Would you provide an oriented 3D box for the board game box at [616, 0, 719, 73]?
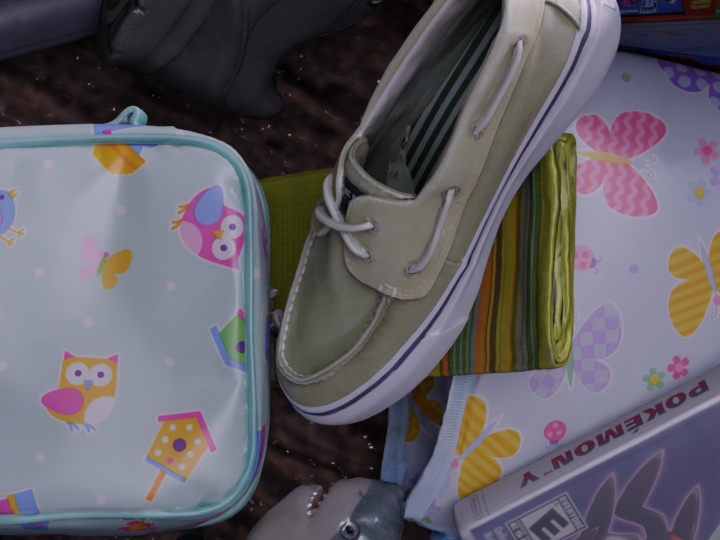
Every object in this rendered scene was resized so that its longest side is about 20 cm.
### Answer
[{"bbox_3d":[0.126,-0.088,0.924,0.103,0.200,0.019,12,89,-24],"label":"board game box"}]

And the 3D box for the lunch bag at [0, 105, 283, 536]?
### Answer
[{"bbox_3d":[-0.126,0.020,0.952,0.200,0.077,0.160,-1,81,3],"label":"lunch bag"}]

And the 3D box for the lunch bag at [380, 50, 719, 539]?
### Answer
[{"bbox_3d":[0.104,0.019,0.992,0.170,0.127,0.200,10,89,-12],"label":"lunch bag"}]

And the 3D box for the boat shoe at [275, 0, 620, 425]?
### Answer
[{"bbox_3d":[0.015,-0.030,0.886,0.062,0.072,0.200,5,123,-45],"label":"boat shoe"}]

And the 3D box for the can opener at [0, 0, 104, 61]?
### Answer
[{"bbox_3d":[-0.156,-0.099,0.986,0.200,0.063,0.079,-12,112,-16],"label":"can opener"}]

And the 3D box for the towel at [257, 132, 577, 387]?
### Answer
[{"bbox_3d":[0.000,0.000,0.951,0.018,0.200,0.086,12,77,-45],"label":"towel"}]

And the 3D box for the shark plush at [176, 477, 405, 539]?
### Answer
[{"bbox_3d":[-0.026,0.174,0.920,0.083,0.091,0.200,-1,63,5],"label":"shark plush"}]

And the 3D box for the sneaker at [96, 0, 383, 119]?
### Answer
[{"bbox_3d":[-0.016,-0.144,0.953,0.091,0.076,0.200,30,113,-22],"label":"sneaker"}]

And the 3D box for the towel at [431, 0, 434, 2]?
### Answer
[{"bbox_3d":[0.105,-0.146,1.024,0.200,0.034,0.133,22,102,-26],"label":"towel"}]

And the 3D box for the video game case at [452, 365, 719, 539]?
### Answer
[{"bbox_3d":[0.160,0.123,0.966,0.182,0.023,0.200,-28,118,8],"label":"video game case"}]
